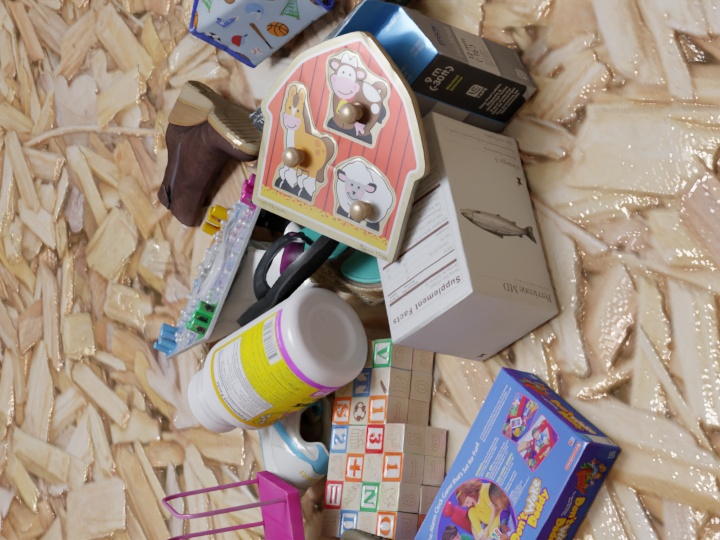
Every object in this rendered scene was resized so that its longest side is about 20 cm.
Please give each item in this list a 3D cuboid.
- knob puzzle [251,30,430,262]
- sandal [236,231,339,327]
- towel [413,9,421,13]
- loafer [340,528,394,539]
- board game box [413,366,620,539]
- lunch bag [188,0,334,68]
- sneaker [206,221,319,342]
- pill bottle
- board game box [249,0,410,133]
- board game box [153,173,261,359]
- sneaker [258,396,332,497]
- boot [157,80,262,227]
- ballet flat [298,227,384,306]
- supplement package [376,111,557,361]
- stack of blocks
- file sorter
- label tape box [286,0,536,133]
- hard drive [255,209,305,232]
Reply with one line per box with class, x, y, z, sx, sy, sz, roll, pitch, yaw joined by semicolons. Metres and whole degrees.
knob puzzle;-0.022;-0.127;1.444;0.219;0.030;0.220;8;104;35
sandal;-0.084;0.002;1.573;0.048;0.075;0.200;49;140;3
towel;-0.005;-0.205;1.622;0.148;0.036;0.200;-45;7;27
loafer;0.002;0.299;1.480;0.200;0.076;0.068;117;168;-66
board game box;0.138;0.209;1.403;0.134;0.045;0.200;43;112;48
lunch bag;-0.112;-0.376;1.837;0.170;0.124;0.200;-26;46;44
sneaker;-0.121;0.011;1.742;0.200;0.075;0.089;-31;89;32
pill bottle;-0.092;0.100;1.577;0.200;0.104;0.104;-31;56;41
board game box;-0.028;-0.236;1.673;0.028;0.135;0.200;47;119;-2
board game box;-0.175;-0.003;1.780;0.200;0.026;0.200;-27;40;68
sneaker;-0.078;0.144;1.677;0.081;0.076;0.200;-42;56;27
boot;-0.186;-0.128;1.910;0.200;0.072;0.167;41;123;47
ballet flat;0.000;0.000;1.592;0.070;0.065;0.200;-40;30;-16
supplement package;0.092;-0.030;1.474;0.117;0.117;0.200;-36;53;39
stack of blocks;0.027;0.172;1.541;0.115;0.059;0.200;-8;73;50
file sorter;-0.124;0.321;1.553;0.139;0.125;0.200;-176;78;-74
label tape box;0.051;-0.173;1.501;0.143;0.200;0.066;-47;48;32
hard drive;-0.044;-0.104;1.731;0.200;0.038;0.140;12;89;53
